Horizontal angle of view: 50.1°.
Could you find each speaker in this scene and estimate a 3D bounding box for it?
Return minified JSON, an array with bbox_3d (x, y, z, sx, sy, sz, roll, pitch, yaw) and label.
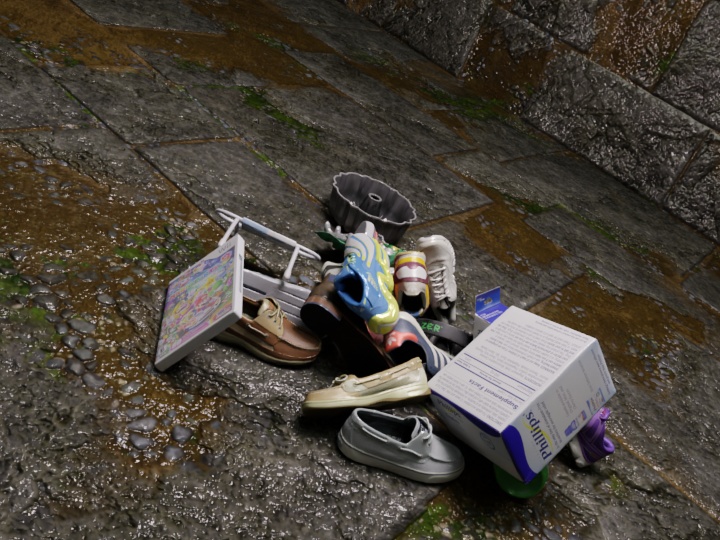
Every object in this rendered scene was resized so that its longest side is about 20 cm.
[{"bbox_3d":[0.255,0.259,1.195,0.087,0.090,0.200,28,27,4],"label":"speaker"}]

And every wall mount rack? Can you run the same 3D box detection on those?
[{"bbox_3d":[-0.165,-0.035,1.281,0.196,0.076,0.174,24,-8,-5],"label":"wall mount rack"}]

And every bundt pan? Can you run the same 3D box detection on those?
[{"bbox_3d":[0.017,-0.127,1.657,0.198,0.077,0.203,21,28,-12],"label":"bundt pan"}]

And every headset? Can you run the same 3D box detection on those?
[{"bbox_3d":[0.163,0.124,1.310,0.122,0.096,0.200,4,-27,42],"label":"headset"}]

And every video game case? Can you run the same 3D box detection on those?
[{"bbox_3d":[-0.227,0.041,1.105,0.018,0.142,0.202,49,15,-30],"label":"video game case"}]

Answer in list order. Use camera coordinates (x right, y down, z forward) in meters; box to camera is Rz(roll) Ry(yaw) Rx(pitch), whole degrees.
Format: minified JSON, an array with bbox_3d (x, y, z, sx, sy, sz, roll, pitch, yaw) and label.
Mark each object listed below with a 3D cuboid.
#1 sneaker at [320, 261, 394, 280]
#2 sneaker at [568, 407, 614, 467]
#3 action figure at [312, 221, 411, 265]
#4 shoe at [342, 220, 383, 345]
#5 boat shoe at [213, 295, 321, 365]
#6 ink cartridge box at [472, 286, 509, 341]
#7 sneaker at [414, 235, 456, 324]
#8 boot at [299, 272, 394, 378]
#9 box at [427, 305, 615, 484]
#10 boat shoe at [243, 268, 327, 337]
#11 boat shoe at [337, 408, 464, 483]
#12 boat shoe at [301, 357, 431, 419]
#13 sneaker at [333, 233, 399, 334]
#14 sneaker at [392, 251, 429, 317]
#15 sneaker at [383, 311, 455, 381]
[{"bbox_3d":[0.013,0.008,1.425,0.197,0.077,0.088,0,37,-42],"label":"sneaker"},{"bbox_3d":[0.357,0.221,1.247,0.081,0.082,0.203,-81,147,-64],"label":"sneaker"},{"bbox_3d":[0.018,-0.045,1.455,0.197,0.056,0.117,20,3,31],"label":"action figure"},{"bbox_3d":[0.016,0.024,1.319,0.089,0.071,0.205,19,72,-20],"label":"shoe"},{"bbox_3d":[-0.149,0.081,1.160,0.196,0.075,0.076,19,28,-14],"label":"boat shoe"},{"bbox_3d":[0.215,0.135,1.253,0.038,0.206,0.099,9,14,34],"label":"ink cartridge box"},{"bbox_3d":[0.147,0.018,1.428,0.073,0.202,0.082,-13,44,8],"label":"sneaker"},{"bbox_3d":[-0.003,0.091,1.213,0.200,0.074,0.098,46,36,-17],"label":"boot"},{"bbox_3d":[0.230,0.172,1.120,0.199,0.106,0.183,-38,27,-16],"label":"box"},{"bbox_3d":[-0.132,0.043,1.243,0.197,0.073,0.071,30,3,-17],"label":"boat shoe"},{"bbox_3d":[0.067,0.240,1.077,0.196,0.073,0.071,17,28,-18],"label":"boat shoe"},{"bbox_3d":[0.006,0.168,1.105,0.196,0.073,0.065,-6,69,-20],"label":"boat shoe"},{"bbox_3d":[0.000,0.000,1.194,0.105,0.075,0.202,38,22,-44],"label":"sneaker"},{"bbox_3d":[0.086,0.052,1.350,0.073,0.201,0.092,-3,60,7],"label":"sneaker"},{"bbox_3d":[0.103,0.159,1.214,0.199,0.075,0.085,42,30,-20],"label":"sneaker"}]
